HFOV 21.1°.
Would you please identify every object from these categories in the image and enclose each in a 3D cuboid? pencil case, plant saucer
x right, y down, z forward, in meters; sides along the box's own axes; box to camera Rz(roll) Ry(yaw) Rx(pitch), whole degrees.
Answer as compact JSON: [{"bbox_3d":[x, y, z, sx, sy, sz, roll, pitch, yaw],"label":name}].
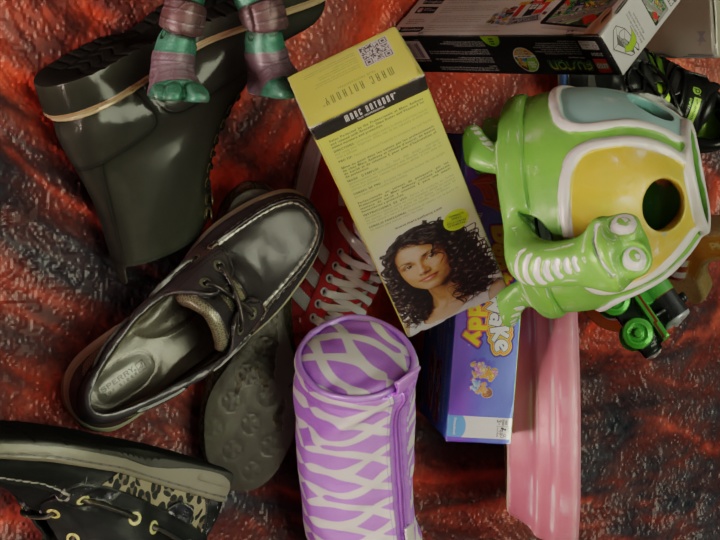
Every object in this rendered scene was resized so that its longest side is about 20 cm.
[{"bbox_3d":[0.002,0.123,1.254,0.084,0.085,0.201,-34,139,-27],"label":"pencil case"},{"bbox_3d":[0.126,0.095,1.361,0.050,0.201,0.202,-1,98,4],"label":"plant saucer"}]

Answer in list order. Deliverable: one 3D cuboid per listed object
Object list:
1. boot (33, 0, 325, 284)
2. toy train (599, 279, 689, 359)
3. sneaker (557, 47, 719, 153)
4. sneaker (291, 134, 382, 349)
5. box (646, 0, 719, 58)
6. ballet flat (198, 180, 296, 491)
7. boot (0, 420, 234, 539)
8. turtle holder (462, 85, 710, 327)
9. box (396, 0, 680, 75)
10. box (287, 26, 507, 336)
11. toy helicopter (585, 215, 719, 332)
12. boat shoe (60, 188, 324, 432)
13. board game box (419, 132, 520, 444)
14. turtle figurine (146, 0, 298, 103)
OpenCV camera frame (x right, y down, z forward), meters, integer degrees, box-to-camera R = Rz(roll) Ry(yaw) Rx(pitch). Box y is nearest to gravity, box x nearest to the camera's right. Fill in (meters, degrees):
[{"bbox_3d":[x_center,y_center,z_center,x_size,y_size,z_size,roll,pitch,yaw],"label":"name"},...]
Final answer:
[{"bbox_3d":[-0.095,-0.094,1.201,0.199,0.077,0.139,-27,117,-21],"label":"boot"},{"bbox_3d":[0.165,-0.029,1.382,0.056,0.042,0.201,-34,83,-1],"label":"toy train"},{"bbox_3d":[0.223,-0.136,1.455,0.199,0.082,0.071,19,83,-40],"label":"sneaker"},{"bbox_3d":[0.000,0.000,1.259,0.071,0.112,0.202,10,89,-40],"label":"sneaker"},{"bbox_3d":[0.312,-0.213,1.525,0.199,0.082,0.069,-14,105,-40],"label":"box"},{"bbox_3d":[-0.074,0.042,1.249,0.067,0.046,0.202,-2,100,-18],"label":"ballet flat"},{"bbox_3d":[-0.176,0.175,1.158,0.203,0.073,0.155,15,89,-39],"label":"boot"},{"bbox_3d":[0.137,-0.047,1.150,0.185,0.131,0.142,23,58,-74],"label":"turtle holder"},{"bbox_3d":[0.121,-0.179,1.284,0.110,0.199,0.035,-50,124,-24],"label":"box"},{"bbox_3d":[0.026,-0.048,1.154,0.075,0.050,0.200,-26,136,2],"label":"box"},{"bbox_3d":[0.239,-0.031,1.406,0.079,0.199,0.133,-55,129,-40],"label":"toy helicopter"},{"bbox_3d":[-0.096,0.027,1.179,0.200,0.065,0.072,-39,104,-11],"label":"boat shoe"},{"bbox_3d":[0.077,0.008,1.312,0.044,0.134,0.202,4,94,-6],"label":"board game box"},{"bbox_3d":[-0.076,-0.199,1.101,0.148,0.101,0.202,-1,103,-5],"label":"turtle figurine"}]
